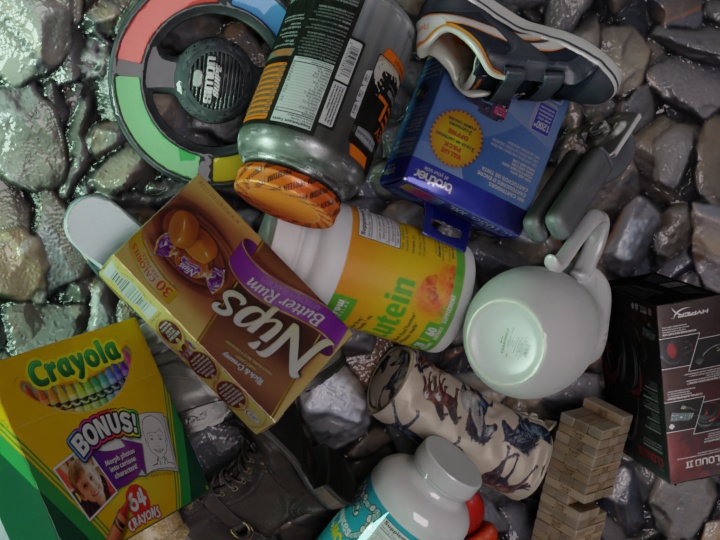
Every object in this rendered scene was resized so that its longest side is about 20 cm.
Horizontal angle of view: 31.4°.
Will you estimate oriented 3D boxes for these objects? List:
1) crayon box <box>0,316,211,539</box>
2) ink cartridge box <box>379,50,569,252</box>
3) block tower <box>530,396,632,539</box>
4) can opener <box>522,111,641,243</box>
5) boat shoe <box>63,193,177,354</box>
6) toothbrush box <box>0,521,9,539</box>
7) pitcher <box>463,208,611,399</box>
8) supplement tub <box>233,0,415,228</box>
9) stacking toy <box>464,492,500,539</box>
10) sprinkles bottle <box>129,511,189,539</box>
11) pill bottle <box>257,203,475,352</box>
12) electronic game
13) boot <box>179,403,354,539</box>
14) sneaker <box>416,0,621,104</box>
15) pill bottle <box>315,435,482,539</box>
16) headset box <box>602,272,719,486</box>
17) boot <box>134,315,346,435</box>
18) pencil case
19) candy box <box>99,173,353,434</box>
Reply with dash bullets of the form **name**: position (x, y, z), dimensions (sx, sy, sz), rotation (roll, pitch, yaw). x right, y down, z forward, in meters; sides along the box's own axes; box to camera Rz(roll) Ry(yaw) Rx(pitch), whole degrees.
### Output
- **crayon box**: position (-0.232, 0.146, 1.086), dimensions (0.058, 0.200, 0.174), rotation (-25, 88, 27)
- **ink cartridge box**: position (0.109, -0.119, 1.239), dimensions (0.135, 0.076, 0.202), rotation (23, 84, -16)
- **block tower**: position (0.223, 0.235, 1.320), dimensions (0.057, 0.054, 0.202), rotation (-5, 112, -46)
- **can opener**: position (0.227, -0.086, 1.257), dimensions (0.067, 0.053, 0.200), rotation (57, 50, -25)
- **boat shoe**: position (-0.193, 0.006, 1.186), dimensions (0.071, 0.091, 0.200), rotation (-45, 101, -9)
- **toothbrush box**: position (-0.350, 0.214, 1.154), dimensions (0.084, 0.146, 0.202), rotation (17, 95, -17)
- **pitcher**: position (0.182, 0.029, 1.222), dimensions (0.120, 0.199, 0.174), rotation (18, 105, 26)
- **supplement tub**: position (-0.035, -0.148, 1.145), dimensions (0.122, 0.122, 0.202), rotation (24, 76, -16)
- **stacking toy**: position (0.131, 0.314, 1.327), dimensions (0.085, 0.085, 0.202), rotation (-29, 99, -8)
- **sprinkles bottle**: position (-0.233, 0.173, 1.197), dimensions (0.068, 0.068, 0.202), rotation (-27, 92, -8)
- **pill bottle**: position (0.000, 0.000, 1.226), dimensions (0.198, 0.111, 0.112), rotation (17, 94, -16)
- **electronic game**: position (-0.137, -0.178, 1.202), dimensions (0.197, 0.042, 0.203), rotation (-2, 99, -13)
- **boot**: position (-0.119, 0.198, 1.214), dimensions (0.173, 0.070, 0.201), rotation (-27, 119, 20)
- **sneaker**: position (0.139, -0.186, 1.167), dimensions (0.198, 0.078, 0.080), rotation (24, 67, -6)
- **pill bottle**: position (0.032, 0.257, 1.247), dimensions (0.110, 0.111, 0.201), rotation (33, 107, -16)
- **headset box**: position (0.308, 0.115, 1.301), dimensions (0.074, 0.149, 0.203), rotation (-9, 101, -11)
- **boot**: position (-0.120, 0.069, 1.233), dimensions (0.198, 0.068, 0.132), rotation (-19, 97, -11)
- **pencil case**: position (0.100, 0.148, 1.291), dimensions (0.199, 0.078, 0.090), rotation (32, 69, -16)
- **candy box**: position (-0.117, 0.030, 1.123), dimensions (0.200, 0.056, 0.117), rotation (46, 60, -4)
